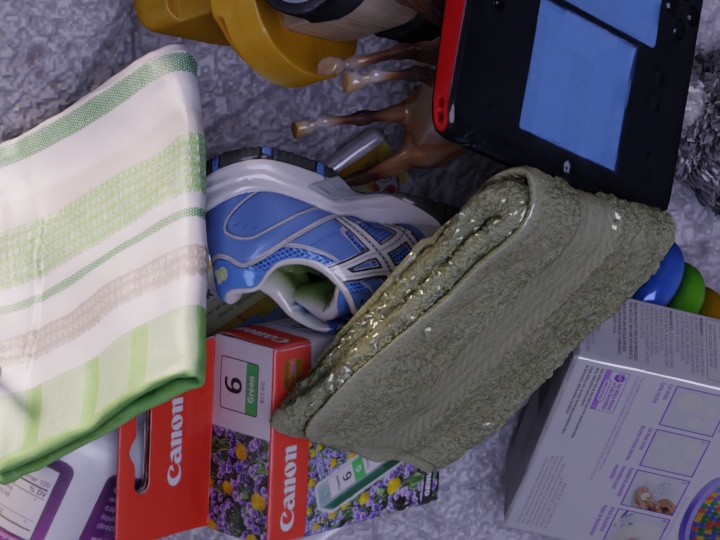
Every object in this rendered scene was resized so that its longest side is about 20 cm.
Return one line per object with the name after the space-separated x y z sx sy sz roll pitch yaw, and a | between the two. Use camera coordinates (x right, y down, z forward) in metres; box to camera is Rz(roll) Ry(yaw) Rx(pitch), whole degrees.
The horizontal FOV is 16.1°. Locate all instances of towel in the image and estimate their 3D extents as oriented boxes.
0.060 0.030 1.295 0.148 0.036 0.200 13 128 -48 | towel
-0.137 -0.006 1.280 0.149 0.200 0.031 -30 138 32 | towel

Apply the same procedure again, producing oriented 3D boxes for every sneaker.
0.000 0.000 1.335 0.200 0.076 0.077 15 62 -29 | sneaker

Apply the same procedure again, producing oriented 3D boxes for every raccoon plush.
0.184 -0.046 1.408 0.134 0.097 0.200 -10 104 -8 | raccoon plush

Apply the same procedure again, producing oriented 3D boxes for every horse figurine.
0.036 -0.093 1.311 0.132 0.200 0.050 -12 68 -18 | horse figurine

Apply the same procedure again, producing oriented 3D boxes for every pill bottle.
-0.160 0.114 1.352 0.112 0.112 0.200 22 103 -15 | pill bottle

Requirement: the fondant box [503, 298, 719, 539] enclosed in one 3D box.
0.194 0.098 1.413 0.200 0.058 0.144 14 133 -6 | fondant box

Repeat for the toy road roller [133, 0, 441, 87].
-0.047 -0.194 1.314 0.146 0.123 0.200 -14 80 31 | toy road roller

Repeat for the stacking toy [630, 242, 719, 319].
0.170 0.026 1.431 0.200 0.085 0.085 42 91 -20 | stacking toy

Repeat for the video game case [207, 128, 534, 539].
-0.024 0.050 1.423 0.200 0.023 0.182 -34 106 -2 | video game case

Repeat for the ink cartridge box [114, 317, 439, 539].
-0.038 0.084 1.337 0.200 0.050 0.109 -10 107 -46 | ink cartridge box

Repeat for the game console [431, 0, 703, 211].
0.110 -0.129 1.274 0.200 0.031 0.177 19 74 -49 | game console
